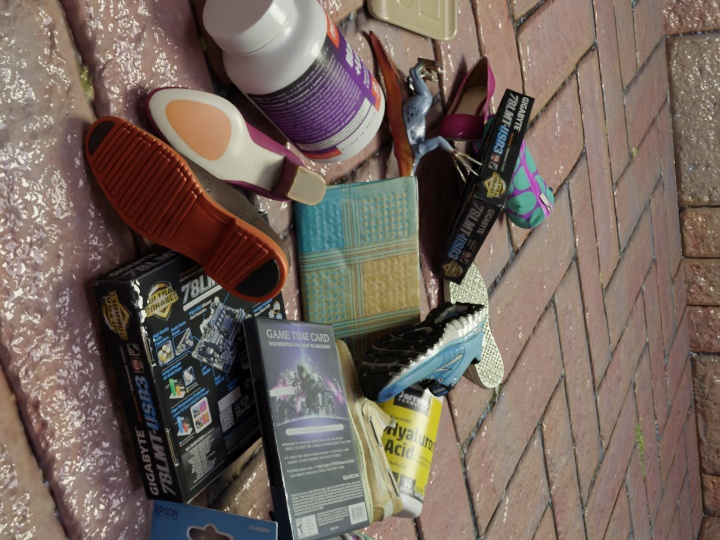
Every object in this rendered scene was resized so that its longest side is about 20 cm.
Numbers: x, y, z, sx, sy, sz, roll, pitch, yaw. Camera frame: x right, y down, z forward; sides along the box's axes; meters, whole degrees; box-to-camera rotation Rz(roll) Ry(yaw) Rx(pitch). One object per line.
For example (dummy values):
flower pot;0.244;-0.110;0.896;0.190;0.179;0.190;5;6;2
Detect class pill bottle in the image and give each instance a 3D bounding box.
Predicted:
pill bottle;0.037;0.180;1.107;0.111;0.110;0.202;43;54;-52
pill bottle;-0.064;-0.200;0.913;0.200;0.110;0.113;43;55;-53

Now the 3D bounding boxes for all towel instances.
towel;0.000;0.000;1.050;0.145;0.022;0.203;-7;102;-20

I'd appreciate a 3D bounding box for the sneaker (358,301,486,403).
sneaker;0.080;0.105;1.035;0.199;0.078;0.091;-24;111;-42

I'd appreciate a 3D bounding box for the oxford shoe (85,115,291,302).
oxford shoe;-0.141;-0.053;0.778;0.200;0.071;0.073;43;17;-9

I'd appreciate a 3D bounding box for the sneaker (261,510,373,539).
sneaker;-0.072;0.277;0.946;0.138;0.200;0.079;19;69;-12

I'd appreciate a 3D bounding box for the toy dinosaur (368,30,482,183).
toy dinosaur;0.053;-0.173;1.197;0.198;0.105;0.184;23;83;-18

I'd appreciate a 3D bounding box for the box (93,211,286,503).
box;-0.136;0.070;0.845;0.200;0.049;0.201;-37;121;-56

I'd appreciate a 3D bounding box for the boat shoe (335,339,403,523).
boat shoe;0.001;0.169;1.016;0.075;0.072;0.203;-11;87;-18

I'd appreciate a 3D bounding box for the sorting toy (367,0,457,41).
sorting toy;0.065;-0.404;1.216;0.199;0.036;0.188;-6;96;-56

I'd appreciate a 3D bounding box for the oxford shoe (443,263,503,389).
oxford shoe;0.155;0.077;1.373;0.074;0.058;0.203;-17;94;-27

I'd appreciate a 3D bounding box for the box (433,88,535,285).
box;0.171;-0.113;1.298;0.201;0.049;0.200;108;1;-57

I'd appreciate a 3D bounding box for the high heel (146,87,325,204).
high heel;-0.126;-0.120;0.880;0.199;0.096;0.068;20;94;-38

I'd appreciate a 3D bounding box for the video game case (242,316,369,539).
video game case;-0.048;0.146;0.872;0.142;0.019;0.203;13;62;-62

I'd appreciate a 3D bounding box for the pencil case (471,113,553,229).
pencil case;0.244;-0.155;1.476;0.086;0.092;0.200;-58;139;-16

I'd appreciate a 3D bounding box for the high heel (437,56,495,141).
high heel;0.155;-0.243;1.332;0.200;0.067;0.097;-40;135;-59

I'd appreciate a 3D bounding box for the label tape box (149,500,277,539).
label tape box;-0.112;0.301;0.816;0.066;0.142;0.203;-2;93;-59
